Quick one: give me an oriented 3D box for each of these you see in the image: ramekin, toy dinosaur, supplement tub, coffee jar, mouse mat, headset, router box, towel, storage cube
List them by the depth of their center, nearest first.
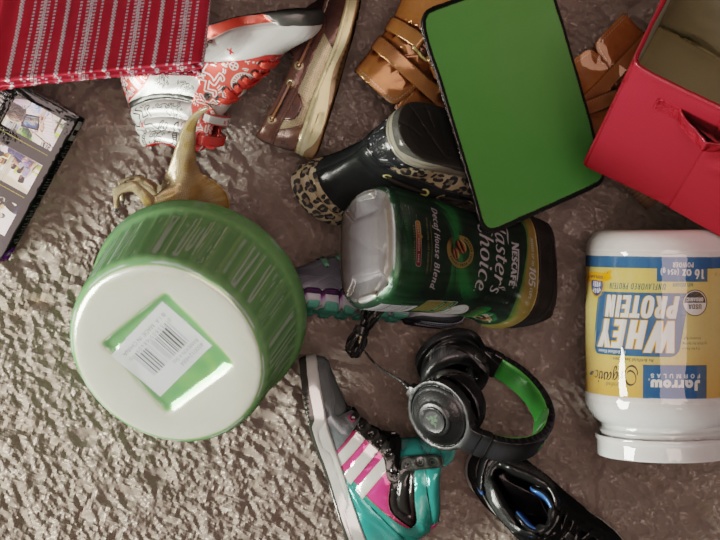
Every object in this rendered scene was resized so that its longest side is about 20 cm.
[{"bbox_3d":[0.309,-0.153,1.504,0.170,0.180,0.201,28,66,5],"label":"storage cube"},{"bbox_3d":[-0.153,0.050,1.557,0.199,0.098,0.201,6,118,12],"label":"ramekin"},{"bbox_3d":[0.135,-0.148,1.569,0.160,0.008,0.201,-23,100,-36],"label":"mouse mat"},{"bbox_3d":[0.082,-0.008,1.570,0.199,0.085,0.105,9,73,-37],"label":"coffee jar"},{"bbox_3d":[-0.226,-0.221,1.575,0.199,0.023,0.145,-4,58,9],"label":"towel"},{"bbox_3d":[0.083,0.093,1.596,0.199,0.124,0.094,21,125,-5],"label":"headset"},{"bbox_3d":[-0.167,-0.067,1.603,0.100,0.058,0.201,-3,123,-1],"label":"toy dinosaur"},{"bbox_3d":[-0.368,-0.120,1.603,0.199,0.051,0.150,30,91,-4],"label":"router box"},{"bbox_3d":[0.272,0.064,1.607,0.144,0.145,0.201,0,91,-4],"label":"supplement tub"}]

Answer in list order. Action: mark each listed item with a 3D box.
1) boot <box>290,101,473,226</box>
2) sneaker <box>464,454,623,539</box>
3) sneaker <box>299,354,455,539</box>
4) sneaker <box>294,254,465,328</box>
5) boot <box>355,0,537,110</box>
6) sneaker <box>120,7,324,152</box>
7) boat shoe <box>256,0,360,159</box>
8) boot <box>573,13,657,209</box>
[{"bbox_3d":[0.053,-0.083,1.616,0.203,0.153,0.074,16,61,-44],"label":"boot"},{"bbox_3d":[0.176,0.238,1.621,0.200,0.112,0.073,40,89,-4],"label":"sneaker"},{"bbox_3d":[0.023,0.157,1.621,0.120,0.084,0.201,-18,100,1],"label":"sneaker"},{"bbox_3d":[0.000,0.000,1.631,0.199,0.074,0.088,7,81,-15],"label":"sneaker"},{"bbox_3d":[0.052,-0.231,1.613,0.155,0.077,0.200,-40,110,4],"label":"boot"},{"bbox_3d":[-0.116,-0.165,1.592,0.200,0.067,0.109,-9,94,20],"label":"sneaker"},{"bbox_3d":[-0.045,-0.204,1.618,0.072,0.072,0.201,16,92,-1],"label":"boat shoe"},{"bbox_3d":[0.286,-0.172,1.647,0.200,0.077,0.156,-37,88,3],"label":"boot"}]
